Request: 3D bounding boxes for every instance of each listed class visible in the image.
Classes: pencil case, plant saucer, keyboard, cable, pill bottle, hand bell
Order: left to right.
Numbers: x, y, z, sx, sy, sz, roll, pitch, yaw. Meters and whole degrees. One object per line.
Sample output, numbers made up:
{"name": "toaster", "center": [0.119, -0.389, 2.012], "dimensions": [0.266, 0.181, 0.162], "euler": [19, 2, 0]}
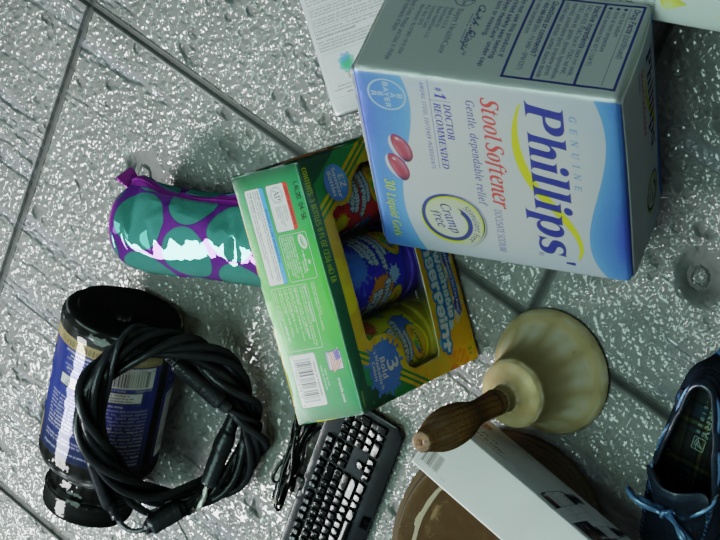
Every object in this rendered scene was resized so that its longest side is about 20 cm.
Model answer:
{"name": "pill bottle", "center": [-0.229, 0.125, 1.912], "dimensions": [0.111, 0.112, 0.201], "euler": [27, 116, 26]}
{"name": "cable", "center": [-0.165, 0.133, 1.840], "dimensions": [0.162, 0.051, 0.201], "euler": [-17, 119, -6]}
{"name": "pencil case", "center": [-0.118, -0.036, 1.806], "dimensions": [0.199, 0.085, 0.093], "euler": [5, 122, 33]}
{"name": "keyboard", "center": [-0.039, 0.197, 1.845], "dimensions": [0.104, 0.040, 0.201], "euler": [32, 118, 23]}
{"name": "hand bell", "center": [0.100, 0.104, 1.621], "dimensions": [0.103, 0.200, 0.105], "euler": [10, 109, 31]}
{"name": "plant saucer", "center": [0.107, 0.230, 1.721], "dimensions": [0.199, 0.029, 0.202], "euler": [-4, 82, 30]}

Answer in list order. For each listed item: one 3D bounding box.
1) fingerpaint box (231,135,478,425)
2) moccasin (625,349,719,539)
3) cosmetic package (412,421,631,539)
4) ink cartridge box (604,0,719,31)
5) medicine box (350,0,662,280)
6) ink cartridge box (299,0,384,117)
{"name": "fingerpaint box", "center": [0.000, 0.000, 1.682], "dimensions": [0.073, 0.166, 0.202], "euler": [-11, 96, 38]}
{"name": "moccasin", "center": [0.241, 0.155, 1.618], "dimensions": [0.080, 0.068, 0.202], "euler": [20, 115, 29]}
{"name": "cosmetic package", "center": [0.139, 0.189, 1.643], "dimensions": [0.200, 0.082, 0.051], "euler": [39, 102, 27]}
{"name": "ink cartridge box", "center": [0.268, -0.242, 1.477], "dimensions": [0.199, 0.083, 0.146], "euler": [15, 111, 31]}
{"name": "medicine box", "center": [0.112, -0.103, 1.547], "dimensions": [0.198, 0.103, 0.183], "euler": [9, 139, 20]}
{"name": "ink cartridge box", "center": [0.021, -0.237, 1.656], "dimensions": [0.136, 0.076, 0.201], "euler": [-14, 96, 36]}
